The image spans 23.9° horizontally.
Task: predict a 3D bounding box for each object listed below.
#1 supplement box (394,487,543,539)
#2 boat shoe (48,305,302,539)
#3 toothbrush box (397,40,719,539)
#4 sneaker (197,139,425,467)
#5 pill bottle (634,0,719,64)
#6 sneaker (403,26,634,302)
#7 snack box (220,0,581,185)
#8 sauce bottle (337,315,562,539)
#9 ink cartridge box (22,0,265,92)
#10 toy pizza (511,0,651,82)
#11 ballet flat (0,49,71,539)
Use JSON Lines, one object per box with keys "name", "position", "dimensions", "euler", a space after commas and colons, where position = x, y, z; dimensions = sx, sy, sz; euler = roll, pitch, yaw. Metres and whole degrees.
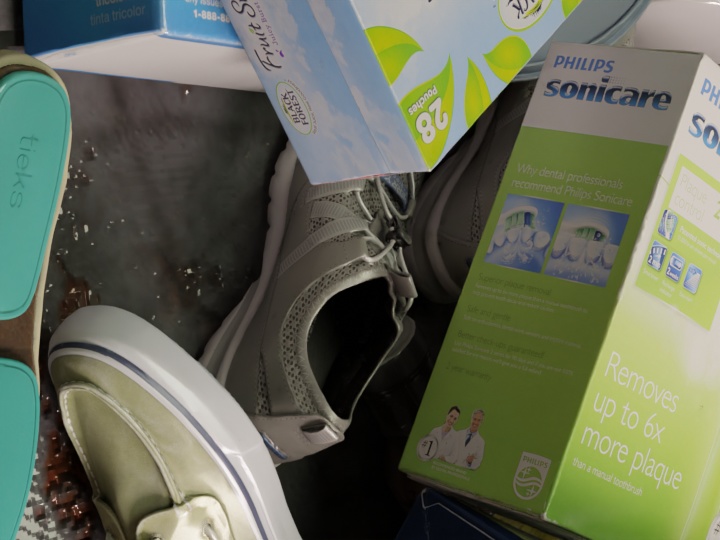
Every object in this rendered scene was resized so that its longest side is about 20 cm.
{"name": "supplement box", "position": [0.081, 0.231, 0.724], "dimensions": [0.199, 0.134, 0.201], "euler": [29, 90, -43]}
{"name": "boat shoe", "position": [-0.066, 0.104, 0.665], "dimensions": [0.062, 0.072, 0.201], "euler": [-54, 128, -39]}
{"name": "toothbrush box", "position": [0.120, 0.022, 0.747], "dimensions": [0.145, 0.086, 0.201], "euler": [29, 77, -45]}
{"name": "sneaker", "position": [0.000, 0.000, 0.739], "dimensions": [0.075, 0.082, 0.201], "euler": [42, 57, -38]}
{"name": "pill bottle", "position": [0.190, -0.225, 0.950], "dimensions": [0.114, 0.114, 0.201], "euler": [21, 71, -45]}
{"name": "sneaker", "position": [0.100, -0.063, 0.840], "dimensions": [0.075, 0.082, 0.201], "euler": [49, 57, -36]}
{"name": "snack box", "position": [0.020, -0.158, 0.661], "dimensions": [0.200, 0.067, 0.169], "euler": [-47, 121, -39]}
{"name": "sauce bottle", "position": [0.053, 0.108, 0.803], "dimensions": [0.065, 0.064, 0.200], "euler": [-53, 126, -37]}
{"name": "ink cartridge box", "position": [-0.059, -0.181, 0.688], "dimensions": [0.144, 0.084, 0.201], "euler": [-1, 86, -49]}
{"name": "toy pizza", "position": [0.056, -0.185, 0.809], "dimensions": [0.199, 0.032, 0.201], "euler": [3, 80, -16]}
{"name": "ballet flat", "position": [-0.144, 0.023, 0.592], "dimensions": [0.069, 0.069, 0.201], "euler": [19, 79, -46]}
